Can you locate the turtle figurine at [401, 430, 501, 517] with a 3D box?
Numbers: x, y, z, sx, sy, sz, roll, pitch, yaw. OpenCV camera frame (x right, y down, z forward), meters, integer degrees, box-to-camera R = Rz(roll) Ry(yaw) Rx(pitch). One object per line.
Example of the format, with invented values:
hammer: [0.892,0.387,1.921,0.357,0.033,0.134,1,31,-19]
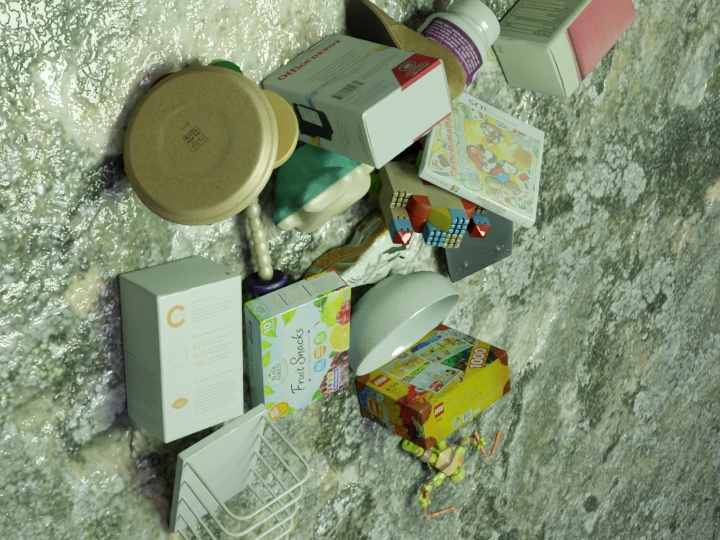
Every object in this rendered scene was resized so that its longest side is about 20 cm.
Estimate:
turtle figurine: [0.145,0.312,1.838,0.200,0.064,0.161,-45,124,-11]

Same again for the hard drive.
hard drive: [0.180,-0.087,1.701,0.134,0.042,0.201,-25,131,-19]

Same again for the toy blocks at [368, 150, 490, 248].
toy blocks: [0.110,-0.090,1.540,0.199,0.137,0.100,3,132,-18]

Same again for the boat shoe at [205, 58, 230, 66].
boat shoe: [-0.180,-0.158,1.328,0.066,0.074,0.201,-33,129,-56]

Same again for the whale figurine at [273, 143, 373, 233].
whale figurine: [-0.057,-0.118,1.401,0.159,0.200,0.104,-35,92,1]

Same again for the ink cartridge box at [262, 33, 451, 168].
ink cartridge box: [-0.005,-0.225,1.389,0.146,0.200,0.083,-39,132,-26]

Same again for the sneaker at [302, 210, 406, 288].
sneaker: [0.000,0.000,1.569,0.200,0.076,0.088,-40,129,-25]

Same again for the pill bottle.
pill bottle: [0.110,-0.296,1.533,0.200,0.112,0.112,-50,133,-17]

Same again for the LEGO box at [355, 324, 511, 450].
LEGO box: [0.118,0.181,1.700,0.200,0.149,0.077,-30,124,-33]

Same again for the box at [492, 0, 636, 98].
box: [0.320,-0.384,1.688,0.200,0.128,0.109,-49,134,-18]

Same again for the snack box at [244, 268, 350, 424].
snack box: [-0.086,0.107,1.496,0.142,0.053,0.201,-21,136,-23]

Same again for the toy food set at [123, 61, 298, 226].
toy food set: [-0.187,-0.151,1.262,0.200,0.198,0.049,-56,165,0]

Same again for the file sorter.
file sorter: [-0.162,0.309,1.446,0.138,0.125,0.200,-28,152,-33]

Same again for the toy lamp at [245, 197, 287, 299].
toy lamp: [-0.135,-0.036,1.441,0.058,0.058,0.201,-26,122,-34]

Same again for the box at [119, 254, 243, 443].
box: [-0.228,0.098,1.374,0.124,0.097,0.201,-16,117,-39]

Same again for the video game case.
video game case: [0.182,-0.172,1.574,0.181,0.023,0.201,24,48,-11]

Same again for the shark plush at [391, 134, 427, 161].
shark plush: [0.124,-0.180,1.628,0.200,0.091,0.083,-29,156,-40]

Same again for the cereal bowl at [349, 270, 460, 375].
cereal bowl: [0.048,0.066,1.599,0.200,0.083,0.200,-36,165,-11]

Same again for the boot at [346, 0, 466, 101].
boot: [0.061,-0.299,1.447,0.075,0.200,0.074,-34,164,-31]
